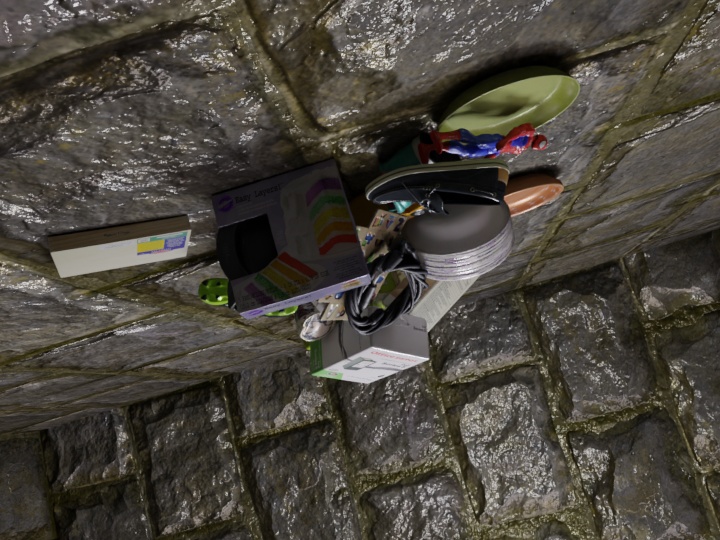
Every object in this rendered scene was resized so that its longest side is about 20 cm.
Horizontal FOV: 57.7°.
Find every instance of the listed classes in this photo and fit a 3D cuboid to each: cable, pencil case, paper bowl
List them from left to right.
[{"bbox_3d":[-0.115,0.043,1.277,0.089,0.200,0.078,-6,138,-25],"label":"pencil case"},{"bbox_3d":[0.047,0.044,1.106,0.163,0.051,0.200,-48,152,-13],"label":"cable"},{"bbox_3d":[0.170,-0.081,1.174,0.200,0.201,0.105,-16,125,2],"label":"paper bowl"}]

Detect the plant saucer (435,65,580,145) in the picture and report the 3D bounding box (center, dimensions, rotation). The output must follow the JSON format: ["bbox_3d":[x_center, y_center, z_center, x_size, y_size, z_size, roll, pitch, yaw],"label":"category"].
[{"bbox_3d":[0.192,-0.221,0.883,0.199,0.031,0.200,-14,168,-3],"label":"plant saucer"}]

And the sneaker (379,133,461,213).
[{"bbox_3d":[0.094,-0.134,1.014,0.121,0.084,0.200,-27,157,26],"label":"sneaker"}]

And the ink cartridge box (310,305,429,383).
[{"bbox_3d":[0.015,0.150,1.274,0.145,0.084,0.200,15,150,-34],"label":"ink cartridge box"}]

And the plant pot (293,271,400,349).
[{"bbox_3d":[-0.025,0.038,1.405,0.199,0.200,0.181,-5,156,-42],"label":"plant pot"}]

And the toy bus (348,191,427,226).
[{"bbox_3d":[0.029,-0.103,1.127,0.078,0.065,0.200,-2,162,-44],"label":"toy bus"}]

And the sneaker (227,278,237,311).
[{"bbox_3d":[-0.143,0.029,1.073,0.200,0.085,0.074,-7,162,40],"label":"sneaker"}]

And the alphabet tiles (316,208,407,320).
[{"bbox_3d":[0.006,-0.005,1.050,0.166,0.006,0.200,5,116,-59],"label":"alphabet tiles"}]

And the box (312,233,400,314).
[{"bbox_3d":[0.000,0.000,1.106,0.200,0.039,0.041,-37,170,-31],"label":"box"}]

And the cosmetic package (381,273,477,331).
[{"bbox_3d":[0.148,0.037,1.349,0.200,0.071,0.105,-45,139,-12],"label":"cosmetic package"}]

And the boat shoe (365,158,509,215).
[{"bbox_3d":[0.101,-0.107,0.888,0.199,0.062,0.075,-4,171,17],"label":"boat shoe"}]

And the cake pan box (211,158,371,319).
[{"bbox_3d":[-0.104,-0.044,0.935,0.199,0.185,0.052,-16,164,2],"label":"cake pan box"}]

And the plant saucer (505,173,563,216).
[{"bbox_3d":[0.316,-0.151,1.351,0.200,0.038,0.200,-16,169,-3],"label":"plant saucer"}]

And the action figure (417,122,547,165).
[{"bbox_3d":[0.180,-0.173,0.909,0.200,0.052,0.065,-12,163,-25],"label":"action figure"}]

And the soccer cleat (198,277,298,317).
[{"bbox_3d":[-0.205,0.047,1.228,0.199,0.068,0.081,8,177,13],"label":"soccer cleat"}]

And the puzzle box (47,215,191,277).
[{"bbox_3d":[-0.366,-0.036,1.010,0.199,0.025,0.133,-11,167,-22],"label":"puzzle box"}]
